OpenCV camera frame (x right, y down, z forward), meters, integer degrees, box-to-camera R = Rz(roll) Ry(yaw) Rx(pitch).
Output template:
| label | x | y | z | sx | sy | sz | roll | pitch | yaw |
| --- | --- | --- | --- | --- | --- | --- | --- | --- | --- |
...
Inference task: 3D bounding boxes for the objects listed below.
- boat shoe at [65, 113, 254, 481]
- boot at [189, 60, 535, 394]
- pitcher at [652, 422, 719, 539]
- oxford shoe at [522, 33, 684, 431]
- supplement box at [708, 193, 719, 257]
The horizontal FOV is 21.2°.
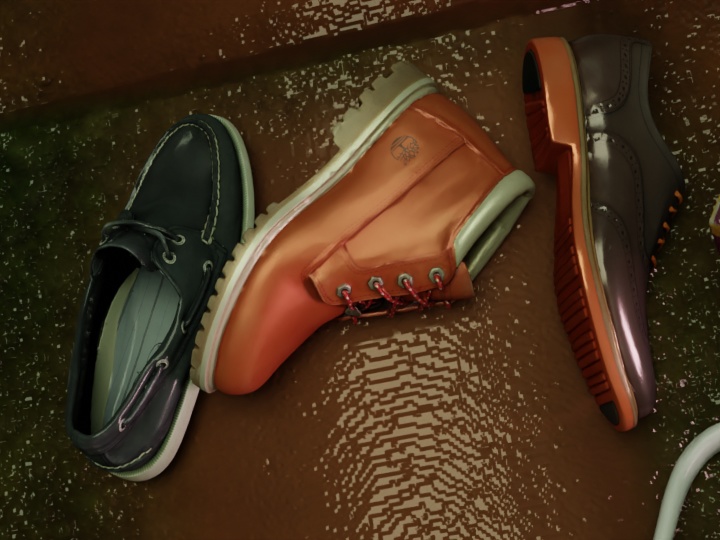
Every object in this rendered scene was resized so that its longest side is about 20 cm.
| label | x | y | z | sx | sy | sz | roll | pitch | yaw |
| --- | --- | --- | --- | --- | --- | --- | --- | --- | --- |
| boat shoe | -0.113 | 0.007 | 1.008 | 0.074 | 0.066 | 0.201 | 14 | 82 | 32 |
| boot | 0.000 | 0.000 | 0.985 | 0.107 | 0.075 | 0.200 | 40 | 88 | 14 |
| pitcher | 0.163 | 0.173 | 0.892 | 0.200 | 0.121 | 0.172 | -37 | 51 | -7 |
| oxford shoe | 0.132 | -0.022 | 0.959 | 0.072 | 0.071 | 0.201 | -8 | 85 | -7 |
| supplement box | 0.231 | -0.042 | 0.867 | 0.103 | 0.200 | 0.132 | 20 | 83 | 18 |
